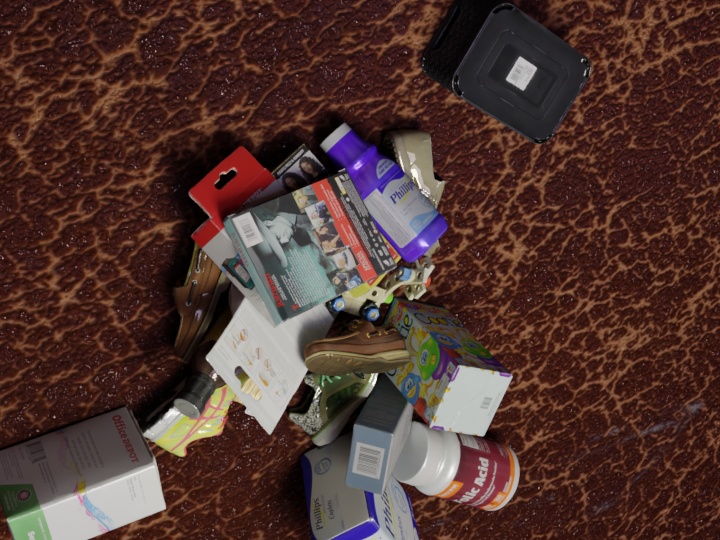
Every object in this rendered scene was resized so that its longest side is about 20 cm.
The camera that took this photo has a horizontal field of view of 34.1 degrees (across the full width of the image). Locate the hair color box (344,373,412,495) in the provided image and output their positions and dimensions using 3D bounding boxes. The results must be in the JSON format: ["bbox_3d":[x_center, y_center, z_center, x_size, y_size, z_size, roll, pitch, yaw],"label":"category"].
[{"bbox_3d":[0.034,0.232,1.719,0.060,0.200,0.100,13,111,10],"label":"hair color box"}]

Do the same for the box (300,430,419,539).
[{"bbox_3d":[0.006,0.381,1.778,0.104,0.185,0.201,-27,128,11],"label":"box"}]

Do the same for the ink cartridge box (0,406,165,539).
[{"bbox_3d":[-0.375,0.280,1.554,0.198,0.145,0.088,-20,124,-18],"label":"ink cartridge box"}]

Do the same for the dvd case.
[{"bbox_3d":[-0.060,-0.033,1.470,0.199,0.022,0.147,-26,86,-39],"label":"dvd case"}]

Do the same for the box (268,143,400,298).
[{"bbox_3d":[-0.041,-0.064,1.544,0.200,0.050,0.075,50,60,-7],"label":"box"}]

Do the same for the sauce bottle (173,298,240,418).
[{"bbox_3d":[-0.182,0.106,1.557,0.201,0.064,0.065,-59,137,-36],"label":"sauce bottle"}]

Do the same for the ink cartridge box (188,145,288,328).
[{"bbox_3d":[-0.129,-0.044,1.487,0.200,0.067,0.116,48,54,-6],"label":"ink cartridge box"}]

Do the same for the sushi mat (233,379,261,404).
[{"bbox_3d":[-0.132,0.105,1.670,0.095,0.012,0.201,28,99,-29],"label":"sushi mat"}]

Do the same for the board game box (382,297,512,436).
[{"bbox_3d":[0.113,0.137,1.706,0.102,0.200,0.106,13,110,-32],"label":"board game box"}]

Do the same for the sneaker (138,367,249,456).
[{"bbox_3d":[-0.208,0.183,1.630,0.199,0.078,0.090,-37,114,8],"label":"sneaker"}]

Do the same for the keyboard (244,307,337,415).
[{"bbox_3d":[-0.100,0.131,1.708,0.056,0.011,0.201,22,103,-35],"label":"keyboard"}]

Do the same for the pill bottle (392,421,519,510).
[{"bbox_3d":[0.149,0.309,1.870,0.199,0.114,0.115,21,104,-35],"label":"pill bottle"}]

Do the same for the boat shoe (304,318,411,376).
[{"bbox_3d":[-0.010,0.104,1.618,0.072,0.068,0.199,-27,161,35],"label":"boat shoe"}]

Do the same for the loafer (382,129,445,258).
[{"bbox_3d":[0.086,-0.108,1.641,0.068,0.076,0.202,-21,123,-10],"label":"loafer"}]

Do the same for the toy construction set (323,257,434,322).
[{"bbox_3d":[0.000,0.000,1.642,0.198,0.092,0.132,21,96,-22],"label":"toy construction set"}]

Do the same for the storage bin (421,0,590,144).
[{"bbox_3d":[0.200,-0.279,1.602,0.199,0.094,0.136,24,102,-36],"label":"storage bin"}]

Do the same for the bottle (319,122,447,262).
[{"bbox_3d":[0.028,-0.108,1.564,0.200,0.084,0.065,49,131,-3],"label":"bottle"}]

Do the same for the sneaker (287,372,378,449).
[{"bbox_3d":[-0.038,0.167,1.725,0.088,0.077,0.201,30,102,-16],"label":"sneaker"}]

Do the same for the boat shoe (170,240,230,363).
[{"bbox_3d":[-0.217,0.029,1.564,0.067,0.072,0.201,25,112,-5],"label":"boat shoe"}]

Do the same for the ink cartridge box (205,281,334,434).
[{"bbox_3d":[-0.127,0.088,1.547,0.163,0.050,0.201,55,51,-35],"label":"ink cartridge box"}]
